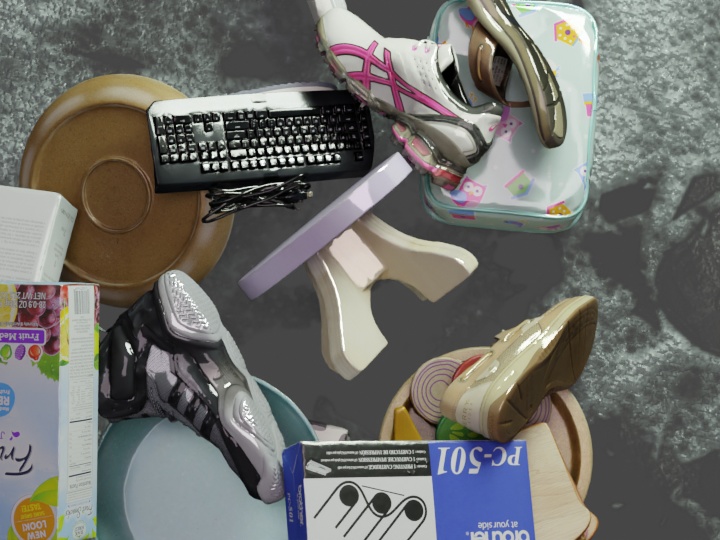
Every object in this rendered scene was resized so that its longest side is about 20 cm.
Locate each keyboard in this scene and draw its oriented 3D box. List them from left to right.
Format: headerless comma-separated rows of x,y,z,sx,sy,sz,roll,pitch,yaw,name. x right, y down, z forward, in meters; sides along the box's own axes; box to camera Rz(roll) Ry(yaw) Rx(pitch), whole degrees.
-0.075,-0.099,1.519,0.198,0.040,0.105,-7,85,-22,keyboard

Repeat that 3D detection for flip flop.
0.111,-0.183,1.515,0.057,0.081,0.201,-34,77,14,flip flop

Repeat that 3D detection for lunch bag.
0.124,-0.137,1.579,0.159,0.077,0.202,3,79,5,lunch bag

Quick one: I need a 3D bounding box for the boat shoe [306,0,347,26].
-0.028,-0.305,1.613,0.068,0.072,0.202,-11,72,-3,boat shoe

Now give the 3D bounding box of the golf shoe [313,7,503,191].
0.042,-0.161,1.525,0.092,0.072,0.200,-49,64,16,golf shoe

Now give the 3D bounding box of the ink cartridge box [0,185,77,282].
-0.353,0.010,1.530,0.198,0.044,0.175,8,74,17,ink cartridge box

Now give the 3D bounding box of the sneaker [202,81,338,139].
-0.110,-0.106,1.575,0.198,0.070,0.083,-11,79,-1,sneaker

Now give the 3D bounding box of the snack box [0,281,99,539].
-0.290,0.109,1.423,0.167,0.068,0.202,0,91,21,snack box

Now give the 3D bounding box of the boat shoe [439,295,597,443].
0.136,0.071,1.516,0.064,0.200,0.072,15,120,29,boat shoe

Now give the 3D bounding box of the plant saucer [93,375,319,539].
-0.122,0.182,1.486,0.198,0.036,0.202,0,79,2,plant saucer

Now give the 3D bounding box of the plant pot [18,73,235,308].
-0.204,-0.065,1.550,0.198,0.027,0.202,3,100,14,plant pot

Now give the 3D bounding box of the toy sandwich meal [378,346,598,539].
0.108,0.162,1.535,0.203,0.070,0.207,0,81,-1,toy sandwich meal

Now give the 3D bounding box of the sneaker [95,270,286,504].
-0.140,0.110,1.449,0.113,0.075,0.201,-29,85,9,sneaker

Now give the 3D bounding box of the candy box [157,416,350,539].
-0.096,0.216,1.528,0.135,0.061,0.202,14,82,4,candy box

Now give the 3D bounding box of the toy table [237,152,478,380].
0.000,0.000,1.516,0.117,0.200,0.184,50,53,-3,toy table

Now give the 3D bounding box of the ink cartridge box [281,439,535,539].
0.040,0.183,1.438,0.198,0.044,0.095,2,75,-25,ink cartridge box
